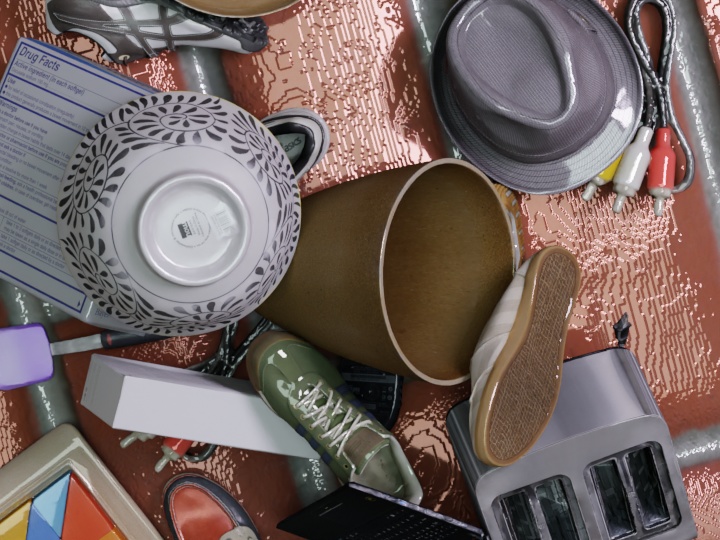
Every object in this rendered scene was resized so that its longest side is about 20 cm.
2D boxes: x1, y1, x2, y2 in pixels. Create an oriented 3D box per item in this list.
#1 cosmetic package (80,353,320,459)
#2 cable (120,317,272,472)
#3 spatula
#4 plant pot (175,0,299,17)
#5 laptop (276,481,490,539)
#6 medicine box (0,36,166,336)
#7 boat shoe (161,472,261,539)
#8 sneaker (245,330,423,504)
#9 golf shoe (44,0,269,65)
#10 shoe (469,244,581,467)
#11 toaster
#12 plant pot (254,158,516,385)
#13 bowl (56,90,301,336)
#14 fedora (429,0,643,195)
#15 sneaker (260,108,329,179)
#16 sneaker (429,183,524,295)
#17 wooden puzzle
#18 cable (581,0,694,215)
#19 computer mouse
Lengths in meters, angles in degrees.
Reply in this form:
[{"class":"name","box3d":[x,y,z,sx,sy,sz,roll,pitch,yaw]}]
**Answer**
[{"class":"cosmetic package","box3d":[-0.133,0.119,1.629,0.200,0.083,0.051,12,93,-29]},{"class":"cable","box3d":[-0.131,0.096,1.684,0.097,0.050,0.200,45,92,-3]},{"class":"spatula","box3d":[-0.245,0.065,1.688,0.200,0.021,0.057,-11,93,10]},{"class":"plant pot","box3d":[-0.115,-0.306,1.636,0.200,0.027,0.200,4,71,-12]},{"class":"laptop","box3d":[0.036,0.276,1.623,0.200,0.177,0.103,22,64,-16]},{"class":"medicine box","box3d":[-0.234,-0.072,1.607,0.182,0.103,0.200,25,94,29]},{"class":"boat shoe","box3d":[-0.115,0.272,1.693,0.071,0.063,0.200,-30,93,3]},{"class":"sneaker","box3d":[-0.012,0.133,1.598,0.067,0.090,0.200,-44,119,-14]},{"class":"golf shoe","box3d":[-0.181,-0.221,1.659,0.200,0.078,0.095,19,124,-12]},{"class":"shoe","box3d":[0.131,0.073,1.568,0.070,0.053,0.200,34,64,-28]},{"class":"toaster","box3d":[0.183,0.171,1.629,0.181,0.119,0.200,-20,122,0]},{"class":"plant pot","box3d":[0.000,0.000,1.607,0.200,0.186,0.187,1,96,41]},{"class":"bowl","box3d":[-0.137,-0.037,1.485,0.201,0.094,0.201,-2,100,-12]},{"class":"fedora","box3d":[0.144,-0.170,1.624,0.177,0.090,0.200,-32,77,9]},{"class":"sneaker","box3d":[-0.118,-0.078,1.647,0.200,0.088,0.076,-37,96,3]},{"class":"sneaker","box3d":[0.106,0.024,1.682,0.088,0.076,0.200,-7,93,18]},{"class":"wooden puzzle","box3d":[-0.277,0.268,1.702,0.185,0.037,0.200,-37,94,2]},{"class":"cable","box3d":[0.262,-0.146,1.665,0.097,0.050,0.200,12,95,0]},{"class":"computer mouse","box3d":[0.017,0.051,1.698,0.059,0.034,0.200,6,89,15]}]
